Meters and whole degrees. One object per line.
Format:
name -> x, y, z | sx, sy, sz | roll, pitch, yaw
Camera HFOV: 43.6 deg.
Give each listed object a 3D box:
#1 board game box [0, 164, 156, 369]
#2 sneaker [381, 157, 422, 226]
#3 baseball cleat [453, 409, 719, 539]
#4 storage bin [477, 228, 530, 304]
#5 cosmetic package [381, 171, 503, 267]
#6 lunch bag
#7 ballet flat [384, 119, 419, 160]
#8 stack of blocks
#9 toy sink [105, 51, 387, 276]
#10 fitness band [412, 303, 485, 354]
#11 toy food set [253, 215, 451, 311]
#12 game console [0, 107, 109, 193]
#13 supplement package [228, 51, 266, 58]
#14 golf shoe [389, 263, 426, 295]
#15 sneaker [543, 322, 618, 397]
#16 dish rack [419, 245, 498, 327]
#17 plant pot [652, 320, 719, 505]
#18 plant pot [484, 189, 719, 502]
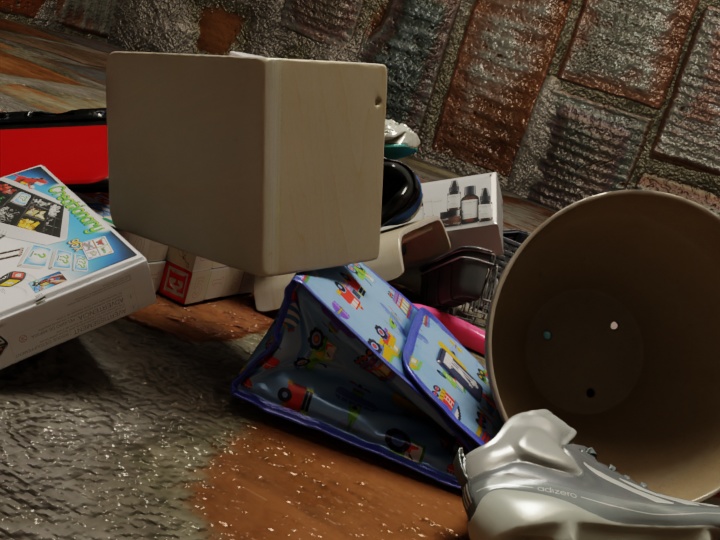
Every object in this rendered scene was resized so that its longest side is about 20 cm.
board game box -> -0.228, -0.007, 0.577 | 0.125, 0.035, 0.199 | -24, 34, -27
sneaker -> -0.039, -0.061, 0.839 | 0.196, 0.078, 0.111 | -9, -6, 3
baseball cleat -> 0.148, 0.130, 0.527 | 0.197, 0.070, 0.107 | 13, 39, -24
storage bin -> 0.249, 0.028, 1.107 | 0.198, 0.095, 0.135 | 23, 14, 25
cosmetic package -> 0.056, -0.051, 0.985 | 0.196, 0.051, 0.083 | -8, 44, 15
lunch bag -> 0.027, 0.078, 0.636 | 0.198, 0.095, 0.151 | 32, 14, -1
ballet flat -> -0.042, -0.129, 0.873 | 0.196, 0.073, 0.072 | -9, 3, 20
stack of blocks -> -0.179, -0.021, 0.771 | 0.114, 0.060, 0.199 | 23, 13, 22
toy sink -> -0.083, -0.084, 0.636 | 0.111, 0.133, 0.198 | -9, 16, -42
fitness band -> 0.103, 0.077, 0.816 | 0.141, 0.038, 0.200 | 15, 12, -16
toy food set -> 0.000, 0.000, 0.867 | 0.141, 0.062, 0.200 | -14, 4, 19
game console -> -0.272, -0.078, 0.808 | 0.196, 0.121, 0.173 | 0, -27, 8
supplement package -> -0.098, -0.122, 0.988 | 0.119, 0.203, 0.120 | 18, 12, 5
golf shoe -> 0.055, -0.002, 1.041 | 0.197, 0.076, 0.092 | 7, -37, 27
sneaker -> 0.223, 0.106, 0.769 | 0.199, 0.071, 0.081 | 37, 41, -24
dish rack -> 0.164, 0.037, 0.917 | 0.197, 0.056, 0.153 | 16, -11, -12
plant pot -> 0.331, 0.109, 0.694 | 0.174, 0.204, 0.200 | 1, 19, -28
plant pot -> 0.176, 0.056, 0.636 | 0.197, 0.204, 0.134 | 18, -6, 1
